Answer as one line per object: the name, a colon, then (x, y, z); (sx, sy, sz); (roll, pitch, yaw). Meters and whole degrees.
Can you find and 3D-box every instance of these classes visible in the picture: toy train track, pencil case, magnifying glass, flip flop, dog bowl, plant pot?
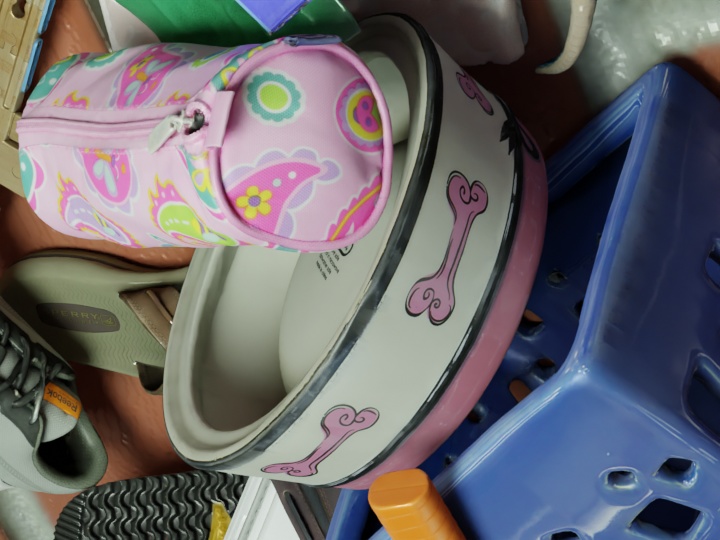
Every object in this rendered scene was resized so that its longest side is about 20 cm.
toy train track: (-0.159, -0.096, 1.079); (0.115, 0.033, 0.200); (30, 126, 11)
pencil case: (-0.066, -0.050, 0.914); (0.087, 0.087, 0.200); (56, 158, -20)
magnifying glass: (0.054, 0.148, 0.920); (0.080, 0.022, 0.200); (-10, 134, 24)
flip flop: (-0.095, 0.031, 1.122); (0.200, 0.058, 0.081); (6, 124, 23)
dog bowl: (0.000, 0.000, 0.945); (0.074, 0.200, 0.200); (26, 134, -22)
plant pot: (0.120, 0.071, 0.971); (0.180, 0.200, 0.200); (35, 132, -12)

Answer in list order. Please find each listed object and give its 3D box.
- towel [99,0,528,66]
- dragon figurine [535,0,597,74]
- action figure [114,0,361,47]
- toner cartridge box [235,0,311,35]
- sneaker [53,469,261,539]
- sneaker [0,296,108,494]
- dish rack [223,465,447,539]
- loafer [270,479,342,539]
towel: (-0.034, -0.172, 0.963); (0.200, 0.032, 0.191); (3, 126, 23)
dragon figurine: (0.080, -0.168, 0.896); (0.059, 0.099, 0.200); (2, 144, 21)
action figure: (-0.094, -0.159, 0.939); (0.118, 0.055, 0.200); (-21, 119, 47)
toner cartridge box: (-0.075, -0.192, 0.883); (0.200, 0.095, 0.043); (44, 131, -10)
sneaker: (-0.050, 0.132, 1.182); (0.200, 0.090, 0.070); (-5, 79, 6)
sneaker: (-0.180, 0.042, 1.122); (0.079, 0.074, 0.200); (10, 149, 28)
dish rack: (0.027, 0.157, 1.102); (0.200, 0.172, 0.044); (22, 173, 7)
loafer: (-0.004, 0.135, 1.036); (0.063, 0.200, 0.072); (-19, 148, 3)
